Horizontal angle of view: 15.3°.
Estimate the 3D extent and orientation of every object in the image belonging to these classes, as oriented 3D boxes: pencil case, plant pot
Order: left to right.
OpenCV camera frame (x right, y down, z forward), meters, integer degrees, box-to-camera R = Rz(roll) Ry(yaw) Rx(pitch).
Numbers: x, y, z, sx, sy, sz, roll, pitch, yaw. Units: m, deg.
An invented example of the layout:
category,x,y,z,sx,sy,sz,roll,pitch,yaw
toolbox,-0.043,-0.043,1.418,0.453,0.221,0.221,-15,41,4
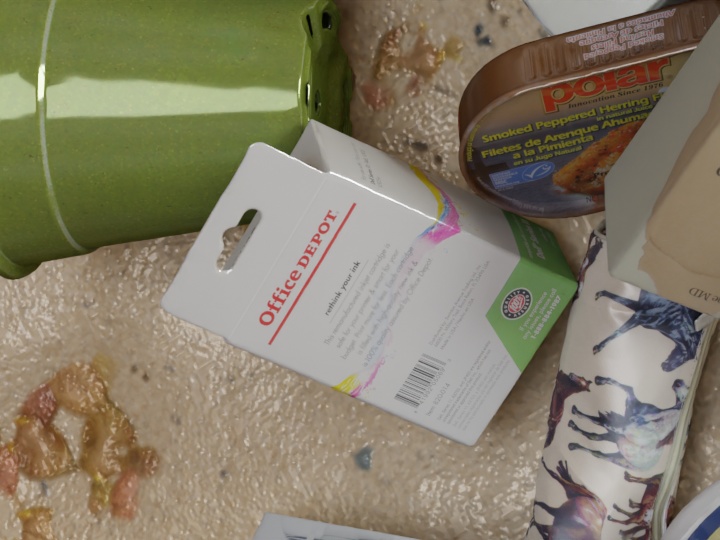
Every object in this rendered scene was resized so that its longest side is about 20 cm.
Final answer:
category,x,y,z,sx,sy,sz,roll,pitch,yaw
plant pot,-0.107,-0.095,1.502,0.188,0.200,0.202,0,90,13
pencil case,0.145,0.076,1.428,0.089,0.077,0.202,16,96,43

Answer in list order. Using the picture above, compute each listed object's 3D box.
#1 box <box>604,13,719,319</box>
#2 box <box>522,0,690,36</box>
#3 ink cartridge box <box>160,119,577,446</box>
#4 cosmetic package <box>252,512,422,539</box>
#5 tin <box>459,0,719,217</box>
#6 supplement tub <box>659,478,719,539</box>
category,x,y,z,sx,sy,sz,roll,pitch,yaw
box,0.204,-0.072,1.308,0.094,0.078,0.201,19,131,-13
box,0.177,-0.195,1.420,0.200,0.068,0.082,-42,73,19
ink cartridge box,0.000,0.000,1.433,0.199,0.067,0.118,24,112,-21
cosmetic package,-0.002,0.218,1.443,0.199,0.052,0.152,4,62,44
tin,0.147,-0.086,1.393,0.198,0.112,0.042,-13,56,12
supplement tub,0.243,0.199,1.310,0.145,0.144,0.200,-57,41,14
